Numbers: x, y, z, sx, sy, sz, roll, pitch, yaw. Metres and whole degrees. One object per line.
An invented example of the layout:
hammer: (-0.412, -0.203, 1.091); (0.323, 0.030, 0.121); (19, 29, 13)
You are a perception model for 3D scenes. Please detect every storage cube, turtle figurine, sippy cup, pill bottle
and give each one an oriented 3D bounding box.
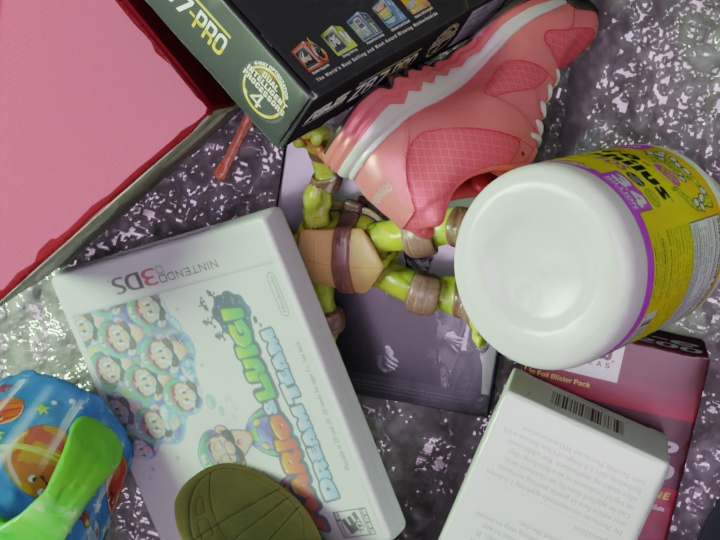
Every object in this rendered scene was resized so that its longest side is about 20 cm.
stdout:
storage cube: (-0.185, -0.110, 0.963); (0.199, 0.171, 0.180); (-39, 94, 9)
turtle figurine: (0.000, 0.000, 0.991); (0.160, 0.064, 0.202); (9, 113, 19)
sippy cup: (-0.203, 0.137, 1.012); (0.176, 0.131, 0.140); (4, 136, 26)
pill bottle: (0.137, -0.014, 0.926); (0.103, 0.199, 0.106); (5, 100, 29)

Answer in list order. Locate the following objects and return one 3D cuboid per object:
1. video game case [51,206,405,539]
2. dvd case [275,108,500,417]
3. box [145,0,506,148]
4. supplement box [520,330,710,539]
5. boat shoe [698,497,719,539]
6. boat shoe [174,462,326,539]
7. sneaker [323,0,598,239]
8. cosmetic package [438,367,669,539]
video game case: (-0.081, 0.076, 1.007); (0.181, 0.024, 0.202); (-14, 103, 38)
dvd case: (0.021, -0.022, 1.031); (0.149, 0.025, 0.202); (10, 99, 4)
box: (-0.027, -0.170, 0.921); (0.161, 0.199, 0.049); (48, 136, 9)
supplement box: (0.134, 0.131, 1.025); (0.108, 0.061, 0.202); (12, 99, 5)
boat shoe: (0.221, 0.231, 1.017); (0.090, 0.071, 0.202); (29, 89, 0)
boat shoe: (-0.033, 0.188, 0.954); (0.072, 0.066, 0.200); (-38, 52, -20)
sneaker: (0.072, -0.082, 0.945); (0.199, 0.074, 0.087); (-34, 80, -30)
cosmetic package: (0.091, 0.170, 0.969); (0.101, 0.071, 0.202); (24, 101, 5)
